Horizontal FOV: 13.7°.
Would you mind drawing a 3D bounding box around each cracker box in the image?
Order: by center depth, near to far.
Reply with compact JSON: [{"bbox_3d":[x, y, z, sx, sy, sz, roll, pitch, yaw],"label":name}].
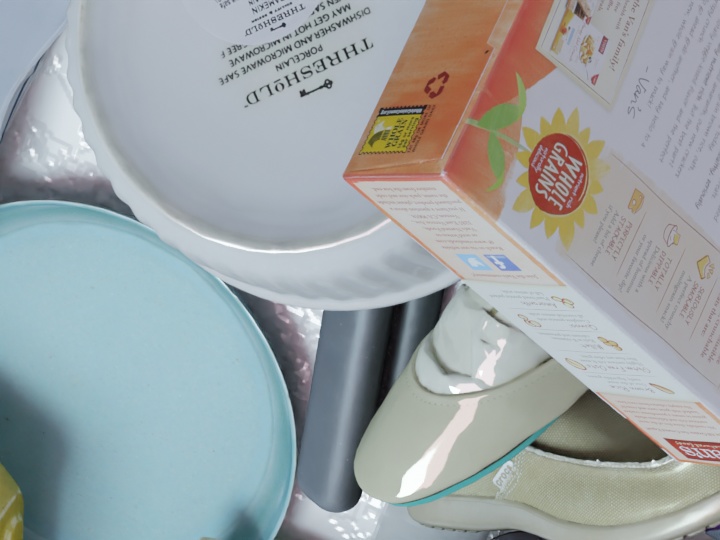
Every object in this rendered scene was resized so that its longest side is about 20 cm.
[{"bbox_3d":[0.099,-0.035,1.057,0.058,0.134,0.200,1,149,50],"label":"cracker box"}]

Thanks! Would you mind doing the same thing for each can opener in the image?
[{"bbox_3d":[0.000,0.000,1.233,0.067,0.053,0.201,36,127,40],"label":"can opener"}]

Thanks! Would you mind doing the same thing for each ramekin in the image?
[{"bbox_3d":[-0.017,-0.084,1.118,0.199,0.105,0.202,0,91,14],"label":"ramekin"}]

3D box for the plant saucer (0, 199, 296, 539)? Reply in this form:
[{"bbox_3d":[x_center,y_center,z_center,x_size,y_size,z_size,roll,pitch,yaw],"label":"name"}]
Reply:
[{"bbox_3d":[-0.117,0.058,1.306,0.199,0.027,0.201,8,115,17],"label":"plant saucer"}]

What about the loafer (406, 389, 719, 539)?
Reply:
[{"bbox_3d":[0.087,0.068,1.182,0.199,0.075,0.069,-5,101,46],"label":"loafer"}]

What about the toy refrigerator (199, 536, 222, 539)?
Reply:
[{"bbox_3d":[-0.061,0.217,1.322,0.075,0.070,0.201,12,122,-9],"label":"toy refrigerator"}]

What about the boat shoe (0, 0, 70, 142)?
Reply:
[{"bbox_3d":[-0.162,-0.100,1.227,0.073,0.066,0.200,20,123,-17],"label":"boat shoe"}]

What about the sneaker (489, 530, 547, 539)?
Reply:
[{"bbox_3d":[0.004,0.189,1.189,0.070,0.109,0.200,45,109,-1],"label":"sneaker"}]

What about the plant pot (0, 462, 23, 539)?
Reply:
[{"bbox_3d":[-0.255,0.142,1.287,0.199,0.196,0.195,14,126,12],"label":"plant pot"}]

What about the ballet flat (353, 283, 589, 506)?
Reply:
[{"bbox_3d":[0.076,0.014,1.146,0.199,0.069,0.070,-32,103,-11],"label":"ballet flat"}]

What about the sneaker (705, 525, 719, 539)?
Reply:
[{"bbox_3d":[0.176,0.037,1.164,0.087,0.074,0.201,22,119,17],"label":"sneaker"}]
